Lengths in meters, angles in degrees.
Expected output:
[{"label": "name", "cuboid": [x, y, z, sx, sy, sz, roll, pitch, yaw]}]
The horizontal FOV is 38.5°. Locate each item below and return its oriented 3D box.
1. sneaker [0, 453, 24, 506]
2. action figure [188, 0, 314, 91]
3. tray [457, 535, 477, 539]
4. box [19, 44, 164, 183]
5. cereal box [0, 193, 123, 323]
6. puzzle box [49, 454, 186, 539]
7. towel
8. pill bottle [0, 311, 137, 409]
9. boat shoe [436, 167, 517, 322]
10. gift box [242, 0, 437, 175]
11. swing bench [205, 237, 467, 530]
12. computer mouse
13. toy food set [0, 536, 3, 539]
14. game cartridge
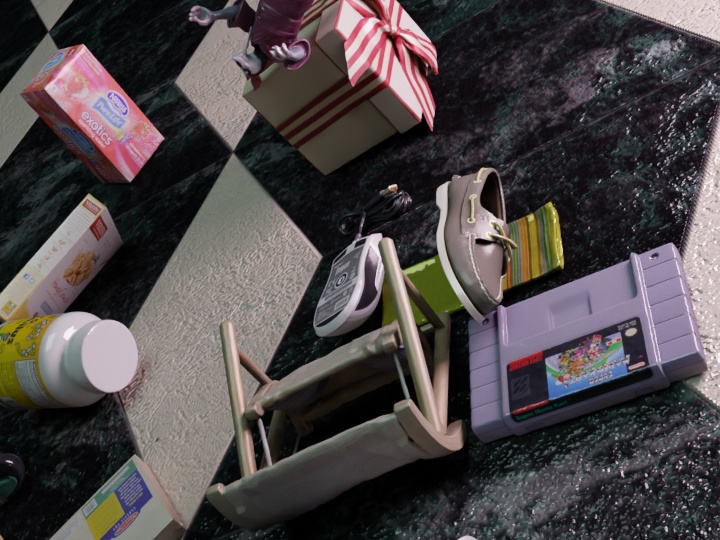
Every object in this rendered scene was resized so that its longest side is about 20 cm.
[{"label": "sneaker", "cuboid": [-0.483, 0.254, 1.247, 0.198, 0.075, 0.088, -29, 31, 16]}, {"label": "action figure", "cuboid": [-0.091, -0.296, 1.150, 0.148, 0.133, 0.202, -35, -20, -48]}, {"label": "tray", "cuboid": [0.038, 0.263, 0.723, 0.198, 0.023, 0.107, -25, 26, -29]}, {"label": "box", "cuboid": [-0.418, -0.242, 1.619, 0.094, 0.201, 0.103, 4, 51, 47]}, {"label": "cereal box", "cuboid": [-0.411, 0.004, 1.410, 0.201, 0.039, 0.144, -52, -8, -16]}, {"label": "puzzle box", "cuboid": [-0.273, 0.295, 1.042, 0.200, 0.026, 0.133, -45, 34, -7]}, {"label": "towel", "cuboid": [0.106, 0.002, 1.015, 0.197, 0.018, 0.087, -24, 37, 23]}, {"label": "pill bottle", "cuboid": [-0.366, 0.110, 1.258, 0.197, 0.113, 0.114, -7, 45, 39]}, {"label": "boat shoe", "cuboid": [0.111, -0.032, 0.965, 0.060, 0.072, 0.203, -28, 30, 19]}, {"label": "gift box", "cuboid": [-0.014, -0.241, 1.264, 0.185, 0.184, 0.203, -28, 41, 32]}, {"label": "swing bench", "cuboid": [-0.019, 0.117, 0.915, 0.196, 0.130, 0.202, -25, 42, 19]}, {"label": "computer mouse", "cuboid": [0.000, 0.000, 1.080, 0.109, 0.044, 0.202, -31, 30, 39]}, {"label": "toy food set", "cuboid": [-0.496, 0.356, 1.147, 0.195, 0.049, 0.202, 13, 66, 35]}, {"label": "game cartridge", "cuboid": [0.182, 0.062, 0.865, 0.197, 0.039, 0.131, -23, 34, 23]}]
